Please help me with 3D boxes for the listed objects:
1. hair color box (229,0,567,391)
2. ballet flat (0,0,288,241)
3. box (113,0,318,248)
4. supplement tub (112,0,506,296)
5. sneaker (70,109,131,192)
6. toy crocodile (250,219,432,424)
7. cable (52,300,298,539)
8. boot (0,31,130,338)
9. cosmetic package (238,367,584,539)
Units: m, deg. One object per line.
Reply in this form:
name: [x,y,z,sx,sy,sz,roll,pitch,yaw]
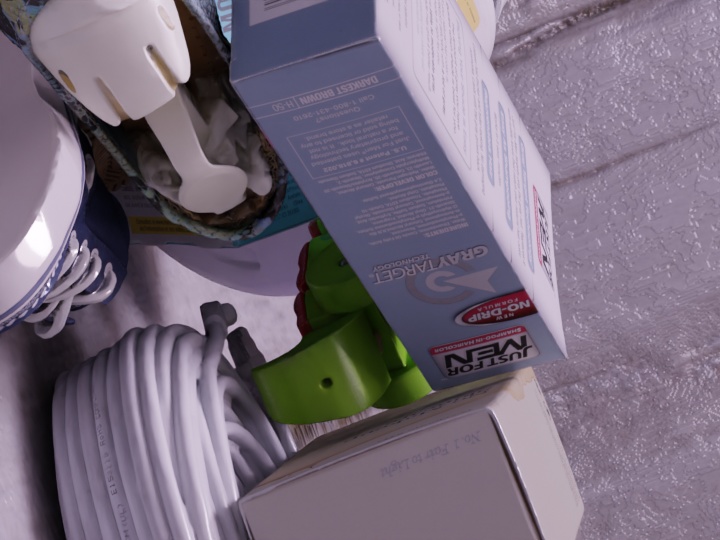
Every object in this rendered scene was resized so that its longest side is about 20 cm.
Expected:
hair color box: [0.016,-0.053,1.016,0.200,0.060,0.099,56,25,-46]
ballet flat: [-0.073,-0.070,0.933,0.200,0.074,0.075,47,22,-57]
box: [-0.078,-0.112,1.097,0.082,0.049,0.201,3,-71,51]
supplement tub: [-0.023,-0.102,1.289,0.200,0.145,0.146,-56,134,-36]
sneaker: [-0.111,-0.131,1.029,0.113,0.071,0.200,46,-40,22]
toy crocodile: [0.000,0.000,1.129,0.200,0.061,0.068,-79,147,-55]
cable: [-0.058,0.118,1.033,0.200,0.069,0.201,-29,99,-82]
boot: [-0.113,-0.011,0.948,0.091,0.073,0.200,59,10,-26]
cosmetic package: [0.025,0.092,1.040,0.200,0.103,0.073,-15,84,-83]
